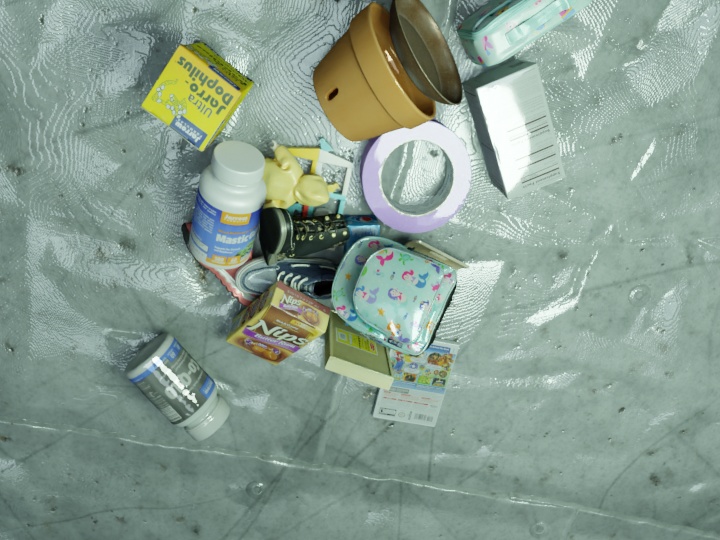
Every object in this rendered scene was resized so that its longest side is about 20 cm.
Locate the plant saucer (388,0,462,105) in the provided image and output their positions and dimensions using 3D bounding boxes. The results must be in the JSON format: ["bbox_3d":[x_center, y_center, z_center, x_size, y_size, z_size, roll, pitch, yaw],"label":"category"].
[{"bbox_3d":[0.100,-0.351,0.980,0.036,0.201,0.202,-22,113,31],"label":"plant saucer"}]

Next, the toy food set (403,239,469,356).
[{"bbox_3d":[0.113,0.056,1.157,0.142,0.060,0.202,22,97,-33],"label":"toy food set"}]

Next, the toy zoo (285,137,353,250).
[{"bbox_3d":[-0.090,-0.145,1.124,0.129,0.021,0.203,10,109,-8],"label":"toy zoo"}]

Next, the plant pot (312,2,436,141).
[{"bbox_3d":[0.016,-0.305,0.991,0.139,0.201,0.201,-25,112,27],"label":"plant pot"}]

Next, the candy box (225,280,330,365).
[{"bbox_3d":[-0.156,0.102,1.133,0.116,0.057,0.200,29,140,-21],"label":"candy box"}]

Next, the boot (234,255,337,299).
[{"bbox_3d":[-0.125,0.017,1.116,0.197,0.090,0.074,-7,111,-21],"label":"boot"}]

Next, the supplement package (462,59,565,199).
[{"bbox_3d":[0.267,-0.247,1.063,0.108,0.114,0.202,-21,112,5],"label":"supplement package"}]

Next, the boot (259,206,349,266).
[{"bbox_3d":[-0.091,-0.072,1.035,0.151,0.204,0.075,-15,80,-17],"label":"boot"}]

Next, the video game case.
[{"bbox_3d":[0.115,0.231,1.283,0.141,0.018,0.203,11,110,-8],"label":"video game case"}]

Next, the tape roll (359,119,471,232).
[{"bbox_3d":[0.098,-0.174,1.104,0.196,0.066,0.203,-1,110,-3],"label":"tape roll"}]

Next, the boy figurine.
[{"bbox_3d":[-0.146,-0.164,1.068,0.197,0.065,0.126,13,109,4],"label":"boy figurine"}]

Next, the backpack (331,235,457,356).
[{"bbox_3d":[0.049,0.038,1.045,0.198,0.151,0.180,25,84,14],"label":"backpack"}]

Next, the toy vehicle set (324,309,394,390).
[{"bbox_3d":[-0.007,0.143,1.143,0.123,0.200,0.027,21,108,-10],"label":"toy vehicle set"}]

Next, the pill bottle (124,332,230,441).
[{"bbox_3d":[-0.354,0.232,1.197,0.113,0.114,0.201,-34,110,9],"label":"pill bottle"}]

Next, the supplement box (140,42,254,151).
[{"bbox_3d":[-0.250,-0.281,0.965,0.108,0.200,0.110,35,105,-16],"label":"supplement box"}]

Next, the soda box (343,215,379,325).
[{"bbox_3d":[0.000,0.000,1.160,0.063,0.068,0.203,0,111,-6],"label":"soda box"}]

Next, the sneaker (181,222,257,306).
[{"bbox_3d":[-0.248,-0.029,1.140,0.087,0.074,0.200,-41,115,0],"label":"sneaker"}]

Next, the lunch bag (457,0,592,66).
[{"bbox_3d":[0.260,-0.412,0.974,0.198,0.161,0.077,-33,110,9],"label":"lunch bag"}]

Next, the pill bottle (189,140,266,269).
[{"bbox_3d":[-0.218,-0.108,1.011,0.110,0.113,0.201,16,133,-10],"label":"pill bottle"}]
